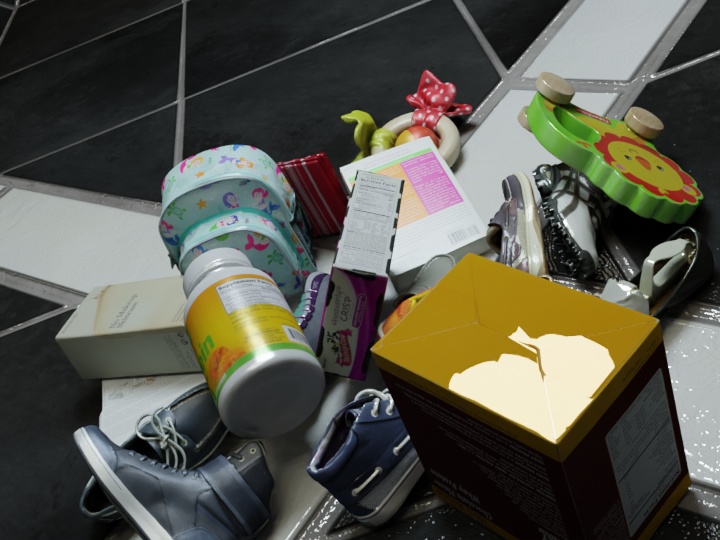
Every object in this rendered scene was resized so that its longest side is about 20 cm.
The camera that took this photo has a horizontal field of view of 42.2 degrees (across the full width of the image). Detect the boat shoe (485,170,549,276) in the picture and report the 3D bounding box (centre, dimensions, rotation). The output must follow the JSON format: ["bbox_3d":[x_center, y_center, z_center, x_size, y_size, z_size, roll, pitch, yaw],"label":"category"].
[{"bbox_3d":[0.178,-0.044,1.086,0.064,0.072,0.201,-9,43,8],"label":"boat shoe"}]

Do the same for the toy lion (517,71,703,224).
[{"bbox_3d":[0.289,-0.130,1.062,0.198,0.069,0.193,18,35,-13],"label":"toy lion"}]

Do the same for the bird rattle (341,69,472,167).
[{"bbox_3d":[0.078,-0.184,1.331,0.198,0.113,0.164,-20,49,-11],"label":"bird rattle"}]

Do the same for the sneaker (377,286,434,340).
[{"bbox_3d":[0.099,0.043,0.958,0.077,0.073,0.199,-42,-11,35],"label":"sneaker"}]

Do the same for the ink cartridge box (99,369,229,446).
[{"bbox_3d":[-0.211,0.141,1.100,0.198,0.044,0.174,-25,31,0],"label":"ink cartridge box"}]

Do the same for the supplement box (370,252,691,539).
[{"bbox_3d":[0.144,0.124,0.779,0.133,0.201,0.196,-42,39,-23],"label":"supplement box"}]

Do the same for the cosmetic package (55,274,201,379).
[{"bbox_3d":[-0.255,0.068,1.130,0.198,0.074,0.104,-7,36,26],"label":"cosmetic package"}]

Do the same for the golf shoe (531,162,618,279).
[{"bbox_3d":[0.258,-0.072,1.070,0.093,0.078,0.201,-16,38,11],"label":"golf shoe"}]

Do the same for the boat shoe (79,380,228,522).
[{"bbox_3d":[-0.213,0.189,0.985,0.199,0.075,0.062,-37,-8,-4],"label":"boat shoe"}]

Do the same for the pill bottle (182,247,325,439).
[{"bbox_3d":[-0.122,0.068,0.977,0.110,0.112,0.201,-28,46,-6],"label":"pill bottle"}]

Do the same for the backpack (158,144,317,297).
[{"bbox_3d":[-0.160,-0.049,1.176,0.175,0.201,0.151,-17,36,8],"label":"backpack"}]

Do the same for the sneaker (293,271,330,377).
[{"bbox_3d":[-0.030,0.065,1.069,0.086,0.075,0.201,-7,38,14],"label":"sneaker"}]

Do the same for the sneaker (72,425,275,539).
[{"bbox_3d":[-0.175,0.198,0.923,0.146,0.077,0.202,-41,78,-21],"label":"sneaker"}]

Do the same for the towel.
[{"bbox_3d":[-0.112,-0.092,1.250,0.198,0.145,0.023,-6,50,22],"label":"towel"}]

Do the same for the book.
[{"bbox_3d":[0.068,-0.079,1.185,0.132,0.048,0.201,-24,49,-1],"label":"book"}]

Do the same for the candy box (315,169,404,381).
[{"bbox_3d":[0.000,0.000,1.006,0.060,0.138,0.201,12,34,1],"label":"candy box"}]

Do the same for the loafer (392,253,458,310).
[{"bbox_3d":[0.071,0.046,1.033,0.069,0.070,0.201,-8,38,26],"label":"loafer"}]

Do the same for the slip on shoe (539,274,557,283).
[{"bbox_3d":[0.142,0.083,0.953,0.199,0.061,0.076,-38,38,-18],"label":"slip on shoe"}]

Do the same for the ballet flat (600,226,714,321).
[{"bbox_3d":[0.281,0.025,0.941,0.200,0.069,0.068,-42,39,-22],"label":"ballet flat"}]

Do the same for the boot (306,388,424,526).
[{"bbox_3d":[0.036,0.136,0.882,0.072,0.090,0.201,6,57,56],"label":"boot"}]
